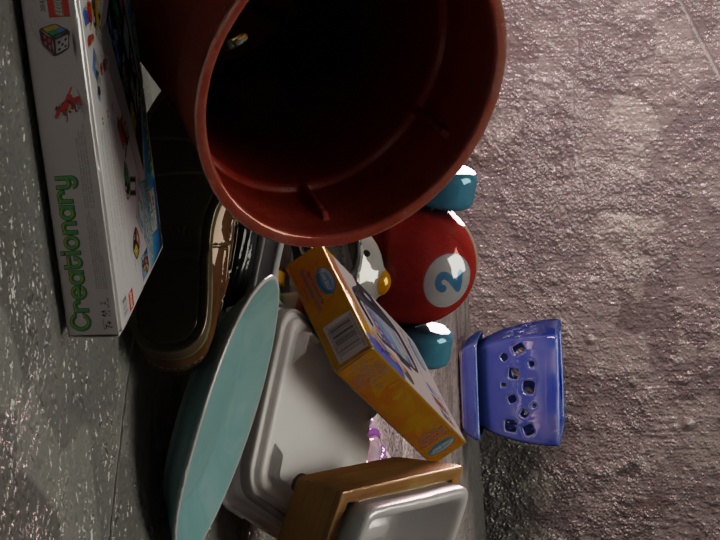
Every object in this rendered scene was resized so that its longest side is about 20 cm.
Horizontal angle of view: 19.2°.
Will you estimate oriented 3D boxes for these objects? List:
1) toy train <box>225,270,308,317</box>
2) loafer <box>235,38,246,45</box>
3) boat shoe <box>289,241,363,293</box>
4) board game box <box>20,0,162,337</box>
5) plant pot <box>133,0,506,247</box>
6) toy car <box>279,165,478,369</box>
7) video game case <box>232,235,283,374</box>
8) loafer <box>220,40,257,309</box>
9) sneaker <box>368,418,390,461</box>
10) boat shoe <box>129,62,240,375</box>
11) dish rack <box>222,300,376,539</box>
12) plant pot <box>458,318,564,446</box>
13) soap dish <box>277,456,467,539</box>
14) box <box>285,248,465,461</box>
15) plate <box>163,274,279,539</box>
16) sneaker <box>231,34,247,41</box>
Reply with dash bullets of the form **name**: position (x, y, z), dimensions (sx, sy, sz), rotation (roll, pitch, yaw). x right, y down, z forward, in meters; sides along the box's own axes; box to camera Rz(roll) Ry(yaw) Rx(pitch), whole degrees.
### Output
- **toy train**: position (-0.065, 0.090, 1.725), dimensions (0.151, 0.055, 0.202), rotation (-80, 166, -59)
- **loafer**: position (-0.063, -0.151, 1.764), dimensions (0.200, 0.062, 0.073), rotation (37, 51, -80)
- **boat shoe**: position (-0.033, -0.050, 1.805), dimensions (0.061, 0.075, 0.201), rotation (113, -30, -46)
- **board game box**: position (-0.149, -0.079, 1.200), dimensions (0.126, 0.034, 0.202), rotation (-76, 163, -67)
- **plant pot**: position (-0.047, -0.149, 1.262), dimensions (0.195, 0.199, 0.202), rotation (45, -30, 48)
- **toy car**: position (0.000, 0.000, 1.891), dimensions (0.200, 0.175, 0.186), rotation (-32, 132, -67)
- **video game case**: position (-0.071, -0.054, 1.563), dimensions (0.201, 0.023, 0.184), rotation (-94, -165, -59)
- **loafer**: position (-0.095, -0.064, 1.478), dimensions (0.070, 0.067, 0.203), rotation (51, 34, -63)
- **sneaker**: position (-0.013, 0.188, 2.048), dimensions (0.200, 0.080, 0.089), rotation (-85, 164, -71)
- **boat shoe**: position (-0.113, -0.033, 1.370), dimensions (0.068, 0.071, 0.202), rotation (78, 22, -71)
- **dish rack**: position (-0.040, 0.127, 1.680), dimensions (0.200, 0.043, 0.173), rotation (44, 53, -58)
- **plant pot**: position (0.268, 0.198, 3.762), dimensions (0.200, 0.178, 0.202), rotation (-41, 129, -80)
- **soap dish**: position (-0.009, 0.241, 1.656), dimensions (0.157, 0.081, 0.202), rotation (-5, 120, -52)
- **box**: position (0.019, 0.074, 1.719), dimensions (0.200, 0.041, 0.120), rotation (44, 15, -49)
- **plate**: position (-0.098, 0.096, 1.432), dimensions (0.200, 0.025, 0.202), rotation (17, 90, -82)
- **sneaker**: position (-0.094, -0.224, 1.566), dimensions (0.075, 0.090, 0.200), rotation (-58, 160, 21)
